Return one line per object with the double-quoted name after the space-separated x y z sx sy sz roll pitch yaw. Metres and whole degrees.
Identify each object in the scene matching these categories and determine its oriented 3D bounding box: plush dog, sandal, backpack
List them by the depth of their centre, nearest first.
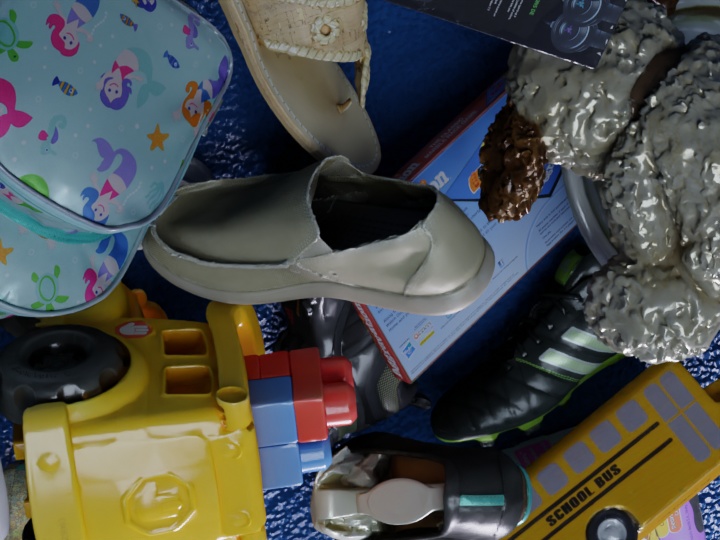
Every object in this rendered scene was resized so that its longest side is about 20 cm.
-0.172 -0.076 1.288 0.177 0.150 0.201 35 74 -31 "backpack"
-0.031 -0.144 1.351 0.069 0.078 0.212 -26 110 30 "sandal"
0.155 -0.079 1.356 0.201 0.171 0.161 -54 169 -25 "plush dog"

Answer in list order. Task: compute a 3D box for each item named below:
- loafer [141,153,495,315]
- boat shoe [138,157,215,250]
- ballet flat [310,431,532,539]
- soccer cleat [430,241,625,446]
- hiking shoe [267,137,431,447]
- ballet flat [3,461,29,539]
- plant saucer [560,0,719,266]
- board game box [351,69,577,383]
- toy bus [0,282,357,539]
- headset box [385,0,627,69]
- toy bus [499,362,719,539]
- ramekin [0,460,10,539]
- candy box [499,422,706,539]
-0.026 -0.026 1.353 0.198 0.076 0.069 4 136 20 "loafer"
-0.171 -0.036 1.397 0.198 0.069 0.071 4 114 -19 "boat shoe"
0.015 0.127 1.477 0.068 0.199 0.069 -2 84 -36 "ballet flat"
0.123 0.034 1.528 0.199 0.068 0.081 -29 112 -7 "soccer cleat"
0.000 0.000 1.475 0.100 0.076 0.201 -17 123 -29 "hiking shoe"
-0.204 0.200 1.525 0.070 0.071 0.201 5 117 -18 "ballet flat"
0.193 -0.070 1.468 0.199 0.050 0.202 1 87 -24 "plant saucer"
0.071 -0.039 1.450 0.200 0.019 0.103 -42 125 -18 "board game box"
-0.099 0.071 1.388 0.190 0.200 0.137 -10 119 -3 "toy bus"
0.041 -0.198 1.309 0.199 0.174 0.093 16 112 -22 "headset box"
0.159 0.119 1.505 0.200 0.078 0.065 -38 166 -10 "toy bus"
-0.262 0.083 1.368 0.104 0.200 0.202 -17 121 -17 "ramekin"
0.117 0.193 1.602 0.198 0.072 0.169 -18 121 -7 "candy box"
